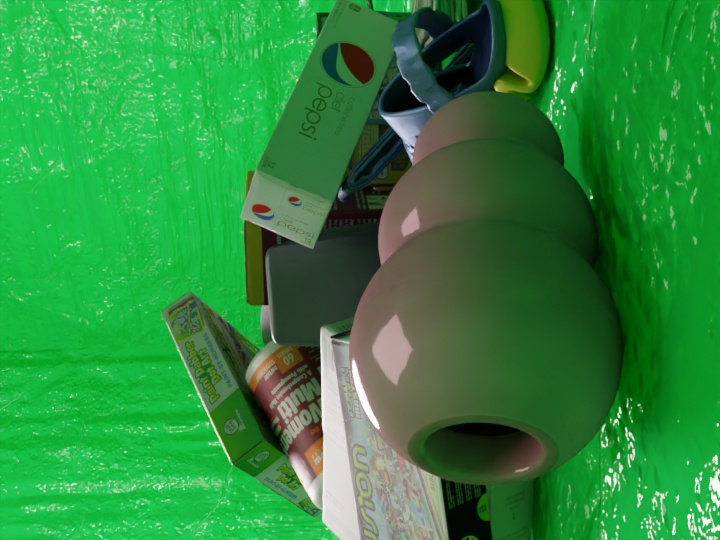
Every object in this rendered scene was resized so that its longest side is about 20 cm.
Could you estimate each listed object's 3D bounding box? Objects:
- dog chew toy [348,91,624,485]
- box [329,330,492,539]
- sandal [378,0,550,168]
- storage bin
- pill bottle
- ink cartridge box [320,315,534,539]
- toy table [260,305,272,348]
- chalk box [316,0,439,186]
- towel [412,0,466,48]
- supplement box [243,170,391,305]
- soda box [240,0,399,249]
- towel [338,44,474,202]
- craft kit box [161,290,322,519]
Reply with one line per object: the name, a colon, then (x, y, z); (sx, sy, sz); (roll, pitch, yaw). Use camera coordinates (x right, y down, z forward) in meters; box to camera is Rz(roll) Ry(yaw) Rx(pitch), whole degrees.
dog chew toy: (0.060, -0.004, 0.506); (0.125, 0.123, 0.202); (93, -179, -55)
box: (0.036, 0.141, 0.670); (0.110, 0.034, 0.202); (6, 107, 58)
sandal: (0.051, -0.104, 0.671); (0.201, 0.086, 0.080); (106, 163, -57)
storage bin: (0.000, 0.000, 0.921); (0.200, 0.133, 0.147); (-38, -55, -78)
pill bottle: (-0.018, 0.154, 0.986); (0.201, 0.109, 0.110); (56, 161, 25)
ink cartridge box: (0.040, 0.147, 0.741); (0.200, 0.043, 0.175); (31, 129, 50)
toy table: (-0.009, 0.095, 1.134); (0.184, 0.116, 0.201); (-43, 65, 44)
chalk box: (0.015, -0.200, 1.086); (0.125, 0.122, 0.202); (-96, 7, -65)
towel: (0.064, -0.238, 0.846); (0.200, 0.030, 0.151); (138, 139, -87)
supplement box: (-0.022, -0.038, 1.101); (0.131, 0.198, 0.104); (-98, 8, -65)
soda box: (-0.027, -0.121, 0.834); (0.068, 0.063, 0.201); (118, 173, -56)
towel: (0.037, -0.112, 0.859); (0.145, 0.024, 0.200); (-47, 3, -1)
craft kit box: (-0.110, 0.142, 1.097); (0.201, 0.048, 0.198); (57, -173, 35)
